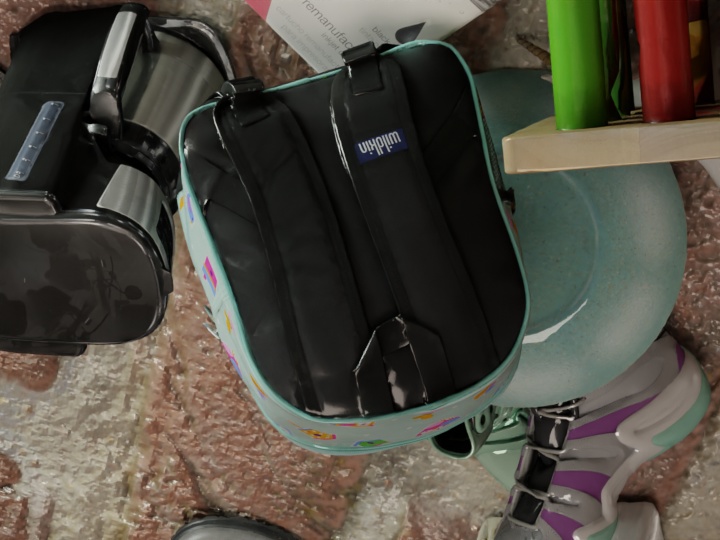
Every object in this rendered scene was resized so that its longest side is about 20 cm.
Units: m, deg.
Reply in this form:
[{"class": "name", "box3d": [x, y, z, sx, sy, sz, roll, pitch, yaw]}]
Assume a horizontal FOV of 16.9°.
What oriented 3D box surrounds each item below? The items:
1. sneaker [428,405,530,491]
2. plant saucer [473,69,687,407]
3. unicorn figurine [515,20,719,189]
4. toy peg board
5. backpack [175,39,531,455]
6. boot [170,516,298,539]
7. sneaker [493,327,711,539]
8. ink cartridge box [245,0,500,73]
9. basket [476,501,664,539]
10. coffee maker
[{"class": "sneaker", "box3d": [0.072, 0.101, 1.524, 0.074, 0.118, 0.200, -16, 124, 25]}, {"class": "plant saucer", "box3d": [0.089, -0.017, 1.408, 0.201, 0.039, 0.201, 1, 95, 12]}, {"class": "unicorn figurine", "box3d": [0.199, -0.094, 1.355, 0.137, 0.074, 0.200, -41, 95, 18]}, {"class": "toy peg board", "box3d": [0.181, -0.111, 1.218, 0.199, 0.200, 0.098, -4, 97, 13]}, {"class": "backpack", "box3d": [0.000, 0.000, 1.308, 0.176, 0.200, 0.153, -16, 157, -11]}, {"class": "boot", "box3d": [-0.052, 0.259, 1.677, 0.200, 0.132, 0.070, 25, 131, -6]}, {"class": "sneaker", "box3d": [0.114, 0.091, 1.468, 0.078, 0.200, 0.140, 8, 143, 53]}, {"class": "ink cartridge box", "box3d": [0.024, -0.205, 1.310, 0.200, 0.085, 0.146, -33, 114, 32]}, {"class": "basket", "box3d": [0.146, 0.268, 1.634, 0.123, 0.136, 0.200, -1, 128, 21]}, {"class": "coffee maker", "box3d": [-0.180, -0.049, 1.415, 0.192, 0.200, 0.135, -16, 122, 26]}]
